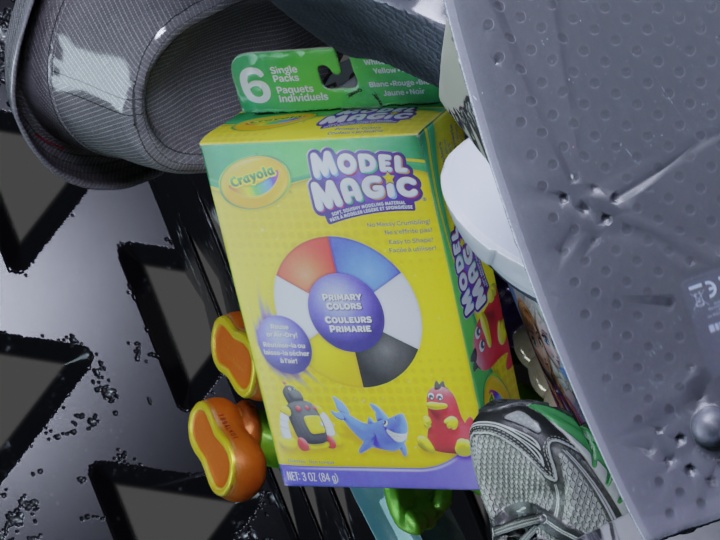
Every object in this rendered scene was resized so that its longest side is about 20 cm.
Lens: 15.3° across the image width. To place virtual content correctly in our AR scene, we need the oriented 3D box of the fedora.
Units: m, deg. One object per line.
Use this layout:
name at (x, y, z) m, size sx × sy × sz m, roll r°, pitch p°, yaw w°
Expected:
fedora at (-0.074, -0.113, 1.287) m, size 0.090 × 0.199 × 0.178 m, roll 27°, pitch 123°, yaw 35°

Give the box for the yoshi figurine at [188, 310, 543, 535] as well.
yoshi figurine at (0.024, 0.073, 1.333) m, size 0.112 × 0.199 × 0.113 m, roll -27°, pitch 68°, yaw 55°

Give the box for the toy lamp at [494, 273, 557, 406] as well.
toy lamp at (0.111, 0.087, 1.248) m, size 0.058 × 0.058 × 0.201 m, roll 82°, pitch 166°, yaw -57°

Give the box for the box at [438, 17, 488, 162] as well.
box at (0.109, -0.015, 0.843) m, size 0.200 × 0.068 × 0.082 m, roll 53°, pitch 166°, yaw 18°

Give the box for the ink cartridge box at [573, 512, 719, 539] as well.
ink cartridge box at (0.100, 0.173, 1.049) m, size 0.085 × 0.199 × 0.146 m, roll 58°, pitch 167°, yaw 36°

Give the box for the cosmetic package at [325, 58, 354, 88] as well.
cosmetic package at (0.010, -0.014, 1.558) m, size 0.101 × 0.071 × 0.201 m, roll 114°, pitch 133°, yaw -78°

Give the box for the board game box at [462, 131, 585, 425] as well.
board game box at (0.089, -0.031, 1.129) m, size 0.200 × 0.043 × 0.200 m, roll 138°, pitch 111°, yaw -80°

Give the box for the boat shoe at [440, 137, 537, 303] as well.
boat shoe at (0.104, 0.011, 0.981) m, size 0.200 × 0.072 × 0.068 m, roll 33°, pitch 150°, yaw 40°

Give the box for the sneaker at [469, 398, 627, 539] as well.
sneaker at (0.091, 0.151, 1.159) m, size 0.078 × 0.085 × 0.201 m, roll -18°, pitch 92°, yaw 57°

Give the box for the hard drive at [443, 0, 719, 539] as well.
hard drive at (0.104, -0.038, 0.752) m, size 0.042 × 0.134 × 0.201 m, roll -75°, pitch -34°, yaw -84°

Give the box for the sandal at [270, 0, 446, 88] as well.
sandal at (0.009, -0.114, 1.087) m, size 0.076 × 0.043 × 0.200 m, roll 38°, pitch 176°, yaw -25°

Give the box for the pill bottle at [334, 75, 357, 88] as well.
pill bottle at (0.014, -0.036, 1.345) m, size 0.200 × 0.113 × 0.114 m, roll 120°, pitch 128°, yaw -78°

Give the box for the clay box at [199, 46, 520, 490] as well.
clay box at (0.000, 0.000, 1.205) m, size 0.048 × 0.114 × 0.201 m, roll -44°, pitch -54°, yaw -53°

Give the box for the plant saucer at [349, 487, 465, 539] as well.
plant saucer at (0.027, 0.139, 1.542) m, size 0.201 × 0.027 × 0.200 m, roll 61°, pitch 172°, yaw 15°
